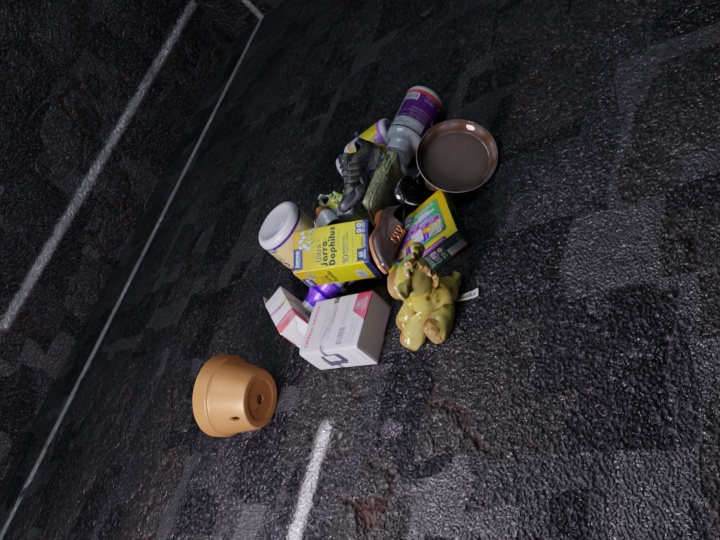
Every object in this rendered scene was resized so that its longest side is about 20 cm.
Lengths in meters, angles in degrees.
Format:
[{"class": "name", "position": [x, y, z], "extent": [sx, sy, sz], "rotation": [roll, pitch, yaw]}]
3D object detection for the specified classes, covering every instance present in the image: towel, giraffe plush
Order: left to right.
[{"class": "towel", "position": [0.069, -0.193, 1.668], "extent": [0.036, 0.150, 0.203], "rotation": [5, 53, 28]}, {"class": "giraffe plush", "position": [0.123, 0.044, 1.359], "extent": [0.198, 0.161, 0.175], "rotation": [-35, 35, 23]}]

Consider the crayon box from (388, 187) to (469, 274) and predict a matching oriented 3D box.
[{"class": "crayon box", "position": [0.147, -0.070, 1.535], "extent": [0.199, 0.058, 0.175], "rotation": [-39, 33, 21]}]

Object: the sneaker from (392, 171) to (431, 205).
[{"class": "sneaker", "position": [0.113, -0.189, 1.616], "extent": [0.086, 0.077, 0.199], "rotation": [-24, 3, 29]}]

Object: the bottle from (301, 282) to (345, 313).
[{"class": "bottle", "position": [-0.075, 0.020, 1.676], "extent": [0.202, 0.065, 0.083], "rotation": [-54, 31, -5]}]

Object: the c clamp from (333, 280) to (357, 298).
[{"class": "c clamp", "position": [0.000, 0.000, 1.687], "extent": [0.198, 0.027, 0.173], "rotation": [-37, 31, 26]}]

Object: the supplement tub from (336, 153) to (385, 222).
[{"class": "supplement tub", "position": [0.020, -0.203, 1.744], "extent": [0.130, 0.131, 0.205], "rotation": [-7, 55, 47]}]

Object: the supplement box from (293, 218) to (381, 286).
[{"class": "supplement box", "position": [-0.056, -0.041, 1.587], "extent": [0.194, 0.110, 0.112], "rotation": [-9, 69, 16]}]

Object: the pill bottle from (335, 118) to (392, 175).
[{"class": "pill bottle", "position": [0.022, -0.349, 1.914], "extent": [0.197, 0.104, 0.106], "rotation": [-31, 38, 30]}]

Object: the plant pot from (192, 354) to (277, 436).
[{"class": "plant pot", "position": [-0.299, 0.314, 1.623], "extent": [0.136, 0.201, 0.205], "rotation": [-1, 55, 29]}]

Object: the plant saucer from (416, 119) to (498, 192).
[{"class": "plant saucer", "position": [0.230, -0.269, 1.563], "extent": [0.193, 0.032, 0.206], "rotation": [-3, 65, 6]}]

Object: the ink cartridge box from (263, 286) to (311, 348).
[{"class": "ink cartridge box", "position": [-0.176, 0.119, 1.701], "extent": [0.068, 0.116, 0.200], "rotation": [-48, 33, 4]}]

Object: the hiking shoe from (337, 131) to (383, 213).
[{"class": "hiking shoe", "position": [-0.024, -0.242, 1.635], "extent": [0.204, 0.099, 0.076], "rotation": [-64, 8, -17]}]

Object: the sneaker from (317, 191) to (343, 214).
[{"class": "sneaker", "position": [-0.054, -0.187, 1.879], "extent": [0.197, 0.076, 0.077], "rotation": [-3, 54, 47]}]

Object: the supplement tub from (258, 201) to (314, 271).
[{"class": "supplement tub", "position": [-0.168, -0.075, 1.800], "extent": [0.144, 0.199, 0.148], "rotation": [-31, 37, 27]}]

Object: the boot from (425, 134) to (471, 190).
[{"class": "boot", "position": [0.208, -0.293, 1.668], "extent": [0.202, 0.071, 0.143], "rotation": [-48, 30, -6]}]

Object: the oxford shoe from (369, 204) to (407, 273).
[{"class": "oxford shoe", "position": [0.069, -0.081, 1.528], "extent": [0.072, 0.071, 0.204], "rotation": [-26, 40, 30]}]

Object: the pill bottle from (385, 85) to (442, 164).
[{"class": "pill bottle", "position": [0.144, -0.399, 1.802], "extent": [0.111, 0.112, 0.204], "rotation": [3, 62, 51]}]

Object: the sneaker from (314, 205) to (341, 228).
[{"class": "sneaker", "position": [-0.078, -0.098, 1.724], "extent": [0.072, 0.202, 0.085], "rotation": [-29, 58, -15]}]

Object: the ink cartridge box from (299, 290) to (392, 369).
[{"class": "ink cartridge box", "position": [-0.036, 0.143, 1.535], "extent": [0.197, 0.084, 0.148], "rotation": [-14, 48, 43]}]
